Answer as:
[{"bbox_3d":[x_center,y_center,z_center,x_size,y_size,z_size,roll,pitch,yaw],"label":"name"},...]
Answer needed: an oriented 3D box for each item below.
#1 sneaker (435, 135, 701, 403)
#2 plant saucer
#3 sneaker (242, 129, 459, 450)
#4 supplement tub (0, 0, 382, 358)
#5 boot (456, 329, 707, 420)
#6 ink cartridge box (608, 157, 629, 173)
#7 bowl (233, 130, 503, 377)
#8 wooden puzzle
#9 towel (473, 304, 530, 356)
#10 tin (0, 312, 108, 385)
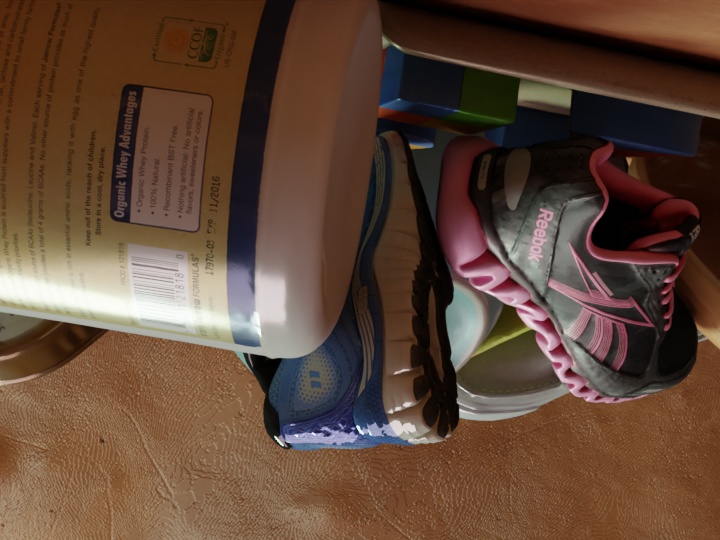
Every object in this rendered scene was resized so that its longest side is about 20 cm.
[{"bbox_3d":[0.118,0.000,0.755,0.095,0.080,0.200,-14,147,32],"label":"sneaker"},{"bbox_3d":[0.221,0.004,0.892,0.199,0.038,0.201,26,-148,-18],"label":"plant saucer"},{"bbox_3d":[-0.010,0.006,0.707,0.088,0.079,0.201,-14,-153,10],"label":"sneaker"},{"bbox_3d":[-0.099,-0.052,0.607,0.198,0.146,0.144,9,180,6],"label":"supplement tub"},{"bbox_3d":[0.137,0.027,0.971,0.198,0.074,0.096,-20,169,-14],"label":"boot"},{"bbox_3d":[0.063,-0.021,1.016,0.198,0.037,0.095,-5,138,-5],"label":"ink cartridge box"},{"bbox_3d":[0.000,0.000,0.897,0.199,0.201,0.106,9,-137,-32],"label":"bowl"},{"bbox_3d":[0.063,-0.076,0.765,0.183,0.047,0.200,9,180,-17],"label":"wooden puzzle"},{"bbox_3d":[0.087,0.012,0.965,0.199,0.086,0.018,-27,125,19],"label":"towel"},{"bbox_3d":[-0.119,-0.039,0.700,0.112,0.200,0.042,48,172,20],"label":"tin"}]
